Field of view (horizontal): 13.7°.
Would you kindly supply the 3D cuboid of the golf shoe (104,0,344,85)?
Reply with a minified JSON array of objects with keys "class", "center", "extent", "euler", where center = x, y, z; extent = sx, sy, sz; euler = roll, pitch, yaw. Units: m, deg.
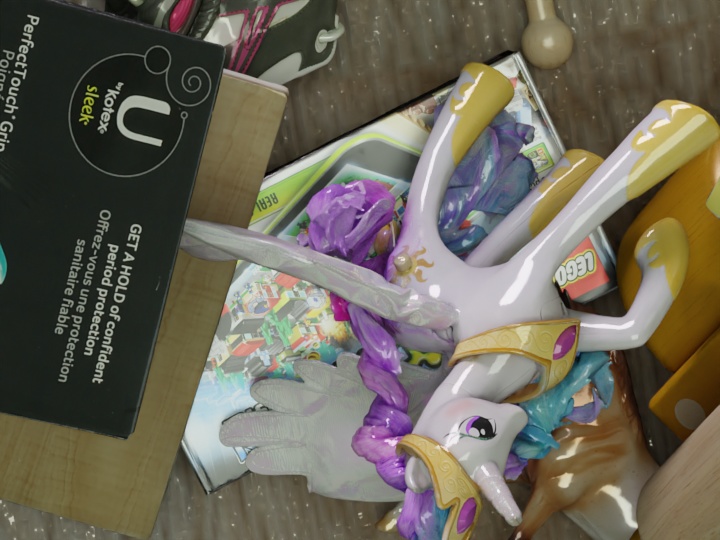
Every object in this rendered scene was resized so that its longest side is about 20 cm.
[{"class":"golf shoe","center":[-0.036,-0.134,1.244],"extent":[0.088,0.077,0.200],"euler":[36,96,-23]}]

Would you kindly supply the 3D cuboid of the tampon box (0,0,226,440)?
[{"class":"tampon box","center":[-0.174,-0.038,1.095],"extent":[0.199,0.126,0.151],"euler":[14,93,-23]}]

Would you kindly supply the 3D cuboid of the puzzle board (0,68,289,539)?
[{"class":"puzzle board","center":[-0.128,-0.002,1.218],"extent":[0.150,0.017,0.201],"euler":[17,105,-6]}]

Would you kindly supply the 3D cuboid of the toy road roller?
[{"class":"toy road roller","center":[0.159,0.030,1.200],"extent":[0.146,0.200,0.123],"euler":[43,132,6]}]

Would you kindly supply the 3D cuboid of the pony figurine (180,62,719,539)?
[{"class":"pony figurine","center":[0.027,0.013,1.169],"extent":[0.200,0.192,0.167],"euler":[-54,137,-25]}]

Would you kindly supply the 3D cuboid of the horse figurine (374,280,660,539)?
[{"class":"horse figurine","center":[0.104,0.117,1.267],"extent":[0.133,0.050,0.200],"euler":[-44,96,5]}]

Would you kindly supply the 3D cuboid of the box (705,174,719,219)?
[{"class":"box","center":[0.227,-0.049,1.193],"extent":[0.075,0.199,0.050],"euler":[43,132,23]}]

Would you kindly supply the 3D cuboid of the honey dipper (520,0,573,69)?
[{"class":"honey dipper","center":[0.060,-0.183,1.254],"extent":[0.038,0.038,0.201],"euler":[-11,96,-2]}]

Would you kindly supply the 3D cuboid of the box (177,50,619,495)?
[{"class":"box","center":[0.000,0.000,1.263],"extent":[0.199,0.035,0.111],"euler":[-27,95,-1]}]
